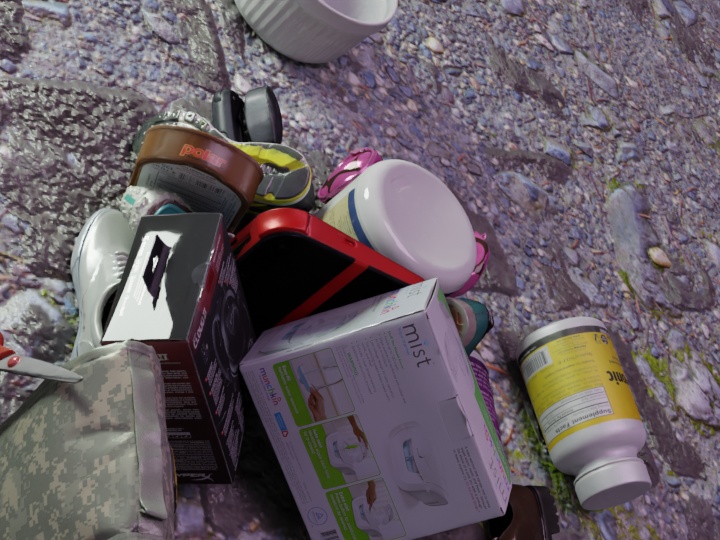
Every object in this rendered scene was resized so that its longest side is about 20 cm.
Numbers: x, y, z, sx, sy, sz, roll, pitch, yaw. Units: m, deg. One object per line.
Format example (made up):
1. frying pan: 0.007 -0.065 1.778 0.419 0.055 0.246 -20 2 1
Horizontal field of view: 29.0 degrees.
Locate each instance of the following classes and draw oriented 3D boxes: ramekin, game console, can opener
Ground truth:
1. ramekin: -0.063 -0.341 1.662 0.200 0.105 0.200 29 41 -29
2. game console: -0.063 0.029 1.266 0.177 0.200 0.031 26 44 -31
3. can opener: -0.124 -0.102 1.433 0.063 0.079 0.200 25 52 -43

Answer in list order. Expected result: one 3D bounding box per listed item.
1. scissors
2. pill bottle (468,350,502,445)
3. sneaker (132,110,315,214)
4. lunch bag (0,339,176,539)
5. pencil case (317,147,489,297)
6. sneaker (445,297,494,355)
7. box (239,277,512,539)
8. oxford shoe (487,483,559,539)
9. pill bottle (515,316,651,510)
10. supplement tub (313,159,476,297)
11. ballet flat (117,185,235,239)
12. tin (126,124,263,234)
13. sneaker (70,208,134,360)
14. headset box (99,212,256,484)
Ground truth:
1. scissors: -0.261 0.063 1.041 0.014 0.200 0.073 57 43 -28
2. pill bottle: 0.079 0.142 1.399 0.112 0.112 0.200 21 46 -35
3. sneaker: -0.134 -0.093 1.367 0.075 0.200 0.085 -62 157 -17
4. lunch bag: -0.196 0.166 1.008 0.118 0.200 0.164 20 46 -35
5. pencil case: 0.052 -0.057 1.562 0.200 0.091 0.094 39 73 -20
6. sneaker: 0.048 0.095 1.337 0.080 0.200 0.071 5 53 -55
7. box: 0.017 0.132 1.222 0.097 0.176 0.200 -62 132 -70
8. oxford shoe: 0.160 0.305 1.395 0.084 0.073 0.200 13 44 -26
9. pill bottle: 0.256 0.163 1.573 0.111 0.111 0.200 11 53 -42
10. supplement tub: 0.000 0.000 1.359 0.144 0.200 0.144 28 43 -29
11. ballet flat: -0.157 -0.021 1.295 0.200 0.072 0.072 51 26 -50
12. tin: -0.155 -0.078 1.274 0.112 0.200 0.042 25 72 -7
13. sneaker: -0.210 0.020 1.224 0.073 0.071 0.200 22 45 -34
14. headset box: -0.146 0.060 1.163 0.149 0.077 0.200 -82 165 -45
